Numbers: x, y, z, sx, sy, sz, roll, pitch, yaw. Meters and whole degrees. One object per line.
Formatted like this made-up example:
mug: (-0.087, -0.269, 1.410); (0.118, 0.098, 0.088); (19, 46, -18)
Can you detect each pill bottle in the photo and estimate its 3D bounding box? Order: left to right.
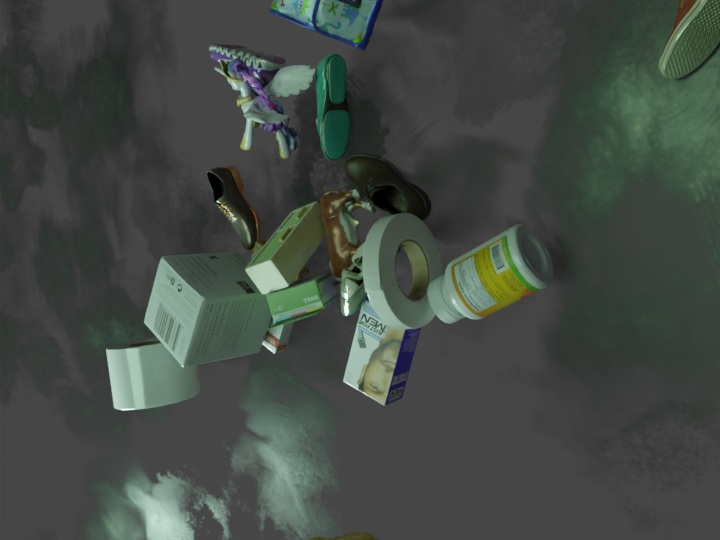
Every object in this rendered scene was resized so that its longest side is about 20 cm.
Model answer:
pill bottle: (0.212, 0.014, 1.316); (0.199, 0.111, 0.112); (-31, 78, 36)

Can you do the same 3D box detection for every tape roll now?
tape roll: (-0.481, 0.233, 1.827); (0.201, 0.202, 0.141); (-5, 92, 38)
tape roll: (0.076, 0.002, 1.362); (0.037, 0.202, 0.205); (-7, 92, 38)

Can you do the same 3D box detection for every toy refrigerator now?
toy refrigerator: (-0.137, -0.049, 1.518); (0.075, 0.201, 0.070); (-17, 117, 38)

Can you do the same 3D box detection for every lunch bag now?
lunch bag: (-0.047, -0.519, 1.444); (0.199, 0.127, 0.172); (28, 110, 18)

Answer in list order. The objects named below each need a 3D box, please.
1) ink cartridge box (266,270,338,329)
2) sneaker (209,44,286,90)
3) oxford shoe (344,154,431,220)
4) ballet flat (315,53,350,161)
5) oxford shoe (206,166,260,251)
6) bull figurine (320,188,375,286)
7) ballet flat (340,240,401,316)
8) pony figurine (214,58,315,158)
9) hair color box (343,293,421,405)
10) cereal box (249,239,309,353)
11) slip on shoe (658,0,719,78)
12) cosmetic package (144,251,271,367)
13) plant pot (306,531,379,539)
ink cartridge box: (-0.115, 0.053, 1.503); (0.103, 0.200, 0.060); (-16, 94, 11)
sneaker: (-0.243, -0.417, 1.635); (0.199, 0.080, 0.089); (26, 119, 31)
oxford shoe: (0.035, -0.158, 1.448); (0.199, 0.084, 0.073); (35, 117, 31)
ballet flat: (-0.057, -0.314, 1.519); (0.070, 0.067, 0.203); (15, 106, 60)
oxford shoe: (-0.279, -0.130, 1.701); (0.071, 0.073, 0.202); (-34, 76, 35)
bull figurine: (-0.022, -0.061, 1.518); (0.120, 0.065, 0.202); (-14, 92, 32)
ballet flat: (0.000, 0.000, 1.442); (0.201, 0.063, 0.068); (-53, 35, 28)
pony figurine: (-0.184, -0.318, 1.537); (0.191, 0.167, 0.201); (16, 145, 24)
hair color box: (0.045, 0.140, 1.494); (0.109, 0.065, 0.202); (25, 112, 32)
cereal box: (-0.193, 0.056, 1.680); (0.143, 0.039, 0.202); (32, 114, 32)
slip on shoe: (0.475, -0.366, 1.097); (0.061, 0.073, 0.202); (-115, 37, -56)
cosmetic package: (-0.306, 0.074, 1.621); (0.164, 0.199, 0.166); (38, 119, 33)
plant pot: (-0.039, 0.609, 1.543); (0.199, 0.188, 0.204); (6, 100, 37)
